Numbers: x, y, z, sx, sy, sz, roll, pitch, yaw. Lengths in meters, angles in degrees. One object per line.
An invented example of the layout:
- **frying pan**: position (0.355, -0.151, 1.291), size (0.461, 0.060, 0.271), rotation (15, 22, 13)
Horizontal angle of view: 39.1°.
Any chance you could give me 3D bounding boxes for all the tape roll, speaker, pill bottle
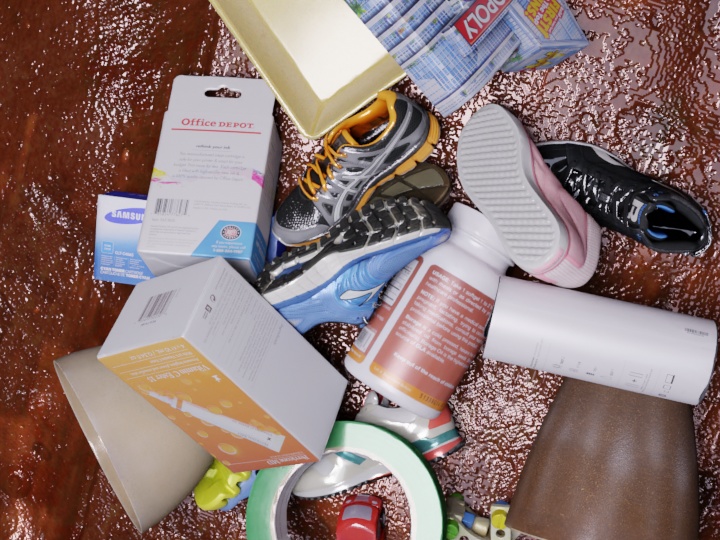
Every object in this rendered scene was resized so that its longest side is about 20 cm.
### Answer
- **tape roll**: position (-0.014, 0.253, 1.026), size (0.200, 0.048, 0.201), rotation (-2, 81, 10)
- **speaker**: position (0.213, 0.063, 0.924), size (0.200, 0.081, 0.081), rotation (12, 103, 7)
- **pill bottle**: position (0.079, 0.038, 1.015), size (0.112, 0.112, 0.200), rotation (32, 91, 2)

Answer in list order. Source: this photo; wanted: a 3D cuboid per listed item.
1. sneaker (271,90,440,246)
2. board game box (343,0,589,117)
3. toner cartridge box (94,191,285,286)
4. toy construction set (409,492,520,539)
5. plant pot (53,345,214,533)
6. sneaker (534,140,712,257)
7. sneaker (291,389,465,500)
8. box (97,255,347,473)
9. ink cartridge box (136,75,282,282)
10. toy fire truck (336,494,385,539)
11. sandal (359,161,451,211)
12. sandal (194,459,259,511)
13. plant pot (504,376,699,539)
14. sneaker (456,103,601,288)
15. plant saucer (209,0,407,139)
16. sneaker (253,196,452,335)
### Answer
- **sneaker**: position (-0.017, -0.105, 1.012), size (0.200, 0.077, 0.078), rotation (-42, 51, 6)
- **board game box**: position (0.111, -0.246, 0.942), size (0.200, 0.200, 0.062), rotation (46, 148, -13)
- **toner cartridge box**: position (-0.182, -0.026, 1.088), size (0.200, 0.043, 0.095), rotation (7, 100, 8)
- **toy construction set**: position (0.110, 0.330, 1.096), size (0.131, 0.092, 0.200), rotation (12, 92, 6)
- **plant pot**: position (-0.218, 0.154, 1.074), size (0.134, 0.200, 0.200), rotation (-27, 97, -21)
- **sneaker**: position (0.245, -0.073, 0.974), size (0.200, 0.112, 0.073), rotation (20, 103, 4)
- **sneaker**: position (0.008, 0.181, 1.097), size (0.200, 0.070, 0.093), rotation (-21, 80, 15)
- **box**: position (-0.128, 0.096, 0.977), size (0.124, 0.098, 0.200), rotation (-16, 130, 37)
- **ink cartridge box**: position (-0.146, -0.094, 1.030), size (0.115, 0.068, 0.200), rotation (4, 69, 7)
- **toy fire truck**: position (-0.002, 0.358, 1.087), size (0.049, 0.141, 0.200), rotation (-1, 101, 9)
- **sandal**: position (0.013, -0.035, 1.043), size (0.200, 0.055, 0.082), rotation (-44, 51, 13)
- **sandal**: position (-0.093, 0.188, 1.111), size (0.087, 0.079, 0.200), rotation (35, 100, -36)
- **plant pot**: position (0.252, 0.172, 1.000), size (0.187, 0.187, 0.200), rotation (11, 83, 7)
- **sneaker**: position (0.162, -0.064, 0.962), size (0.075, 0.105, 0.200), rotation (-39, 49, 24)
- **plant saucer**: position (-0.025, -0.266, 1.011), size (0.200, 0.048, 0.200), rotation (-33, 95, 15)
- **sneaker**: position (0.000, 0.000, 0.983), size (0.200, 0.079, 0.089), rotation (-26, 122, 13)
